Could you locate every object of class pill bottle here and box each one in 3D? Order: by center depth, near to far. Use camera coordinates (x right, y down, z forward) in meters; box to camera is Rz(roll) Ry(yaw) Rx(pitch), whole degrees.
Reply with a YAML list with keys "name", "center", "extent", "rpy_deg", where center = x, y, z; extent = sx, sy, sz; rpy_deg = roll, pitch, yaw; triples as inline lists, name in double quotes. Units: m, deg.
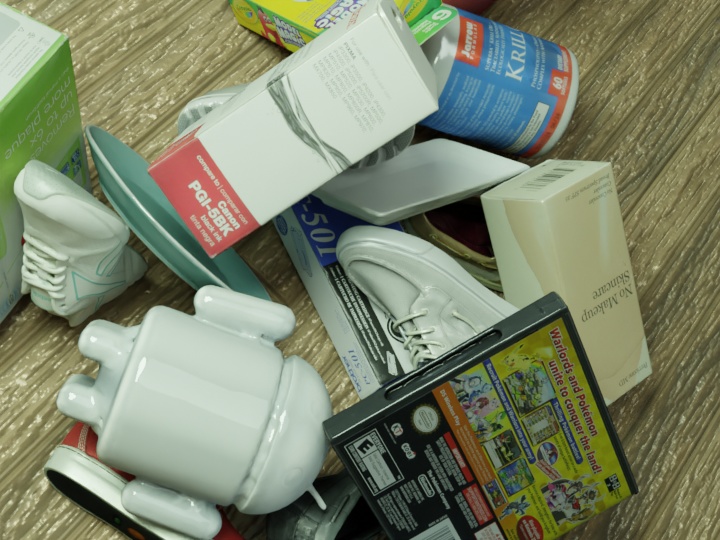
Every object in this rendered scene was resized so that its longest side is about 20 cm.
- name: "pill bottle"
  center: [0.093, -0.183, 1.040]
  extent: [0.198, 0.112, 0.113]
  rpy_deg: [14, 64, -18]

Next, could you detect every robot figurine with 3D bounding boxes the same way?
- name: "robot figurine"
  center: [-0.103, 0.096, 0.766]
  extent: [0.198, 0.113, 0.171]
  rpy_deg: [22, 92, -9]

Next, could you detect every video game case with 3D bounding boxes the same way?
- name: "video game case"
  center: [0.092, 0.133, 0.790]
  extent: [0.180, 0.026, 0.201]
  rpy_deg: [-29, 125, -1]

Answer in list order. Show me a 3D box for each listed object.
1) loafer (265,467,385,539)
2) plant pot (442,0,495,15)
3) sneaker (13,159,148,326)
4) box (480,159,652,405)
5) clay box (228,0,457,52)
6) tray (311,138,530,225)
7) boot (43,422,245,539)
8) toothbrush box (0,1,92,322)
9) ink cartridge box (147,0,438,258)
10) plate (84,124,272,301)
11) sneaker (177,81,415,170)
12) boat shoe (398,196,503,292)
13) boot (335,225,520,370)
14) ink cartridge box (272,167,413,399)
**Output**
- name: "loafer"
  center: [0.013, 0.176, 0.855]
  extent: [0.200, 0.070, 0.069]
  rpy_deg: [-15, 114, -50]
- name: "plant pot"
  center: [0.088, -0.335, 1.052]
  extent: [0.198, 0.178, 0.202]
  rpy_deg: [12, 55, -19]
- name: "sneaker"
  center: [-0.205, -0.010, 0.791]
  extent: [0.070, 0.201, 0.080]
  rpy_deg: [35, 75, 13]
- name: "box"
  center: [0.181, 0.014, 0.970]
  extent: [0.095, 0.077, 0.202]
  rpy_deg: [-29, 112, -31]
- name: "clay box"
  center: [-0.019, -0.235, 0.966]
  extent: [0.115, 0.048, 0.200]
  rpy_deg: [-40, 44, -16]
- name: "tray"
  center: [0.046, -0.075, 0.955]
  extent: [0.107, 0.022, 0.199]
  rpy_deg: [25, 31, 37]
- name: "boot"
  center: [-0.114, 0.149, 0.838]
  extent: [0.199, 0.072, 0.145]
  rpy_deg: [37, 58, -2]
- name: "toothbrush box"
  center: [-0.266, -0.067, 0.772]
  extent: [0.086, 0.201, 0.146]
  rpy_deg: [28, 59, 7]
- name: "ink cartridge box"
  center: [-0.043, -0.112, 0.829]
  extent: [0.083, 0.199, 0.147]
  rpy_deg: [55, 14, -13]
- name: "plate"
  center: [-0.141, -0.031, 0.847]
  extent: [0.026, 0.200, 0.200]
  rpy_deg: [-43, 90, 4]
- name: "sneaker"
  center: [-0.052, -0.137, 0.947]
  extent: [0.198, 0.075, 0.082]
  rpy_deg: [3, 31, -1]
- name: "boat shoe"
  center: [0.125, -0.026, 1.017]
  extent: [0.198, 0.066, 0.075]
  rpy_deg: [6, 67, -22]
- name: "boot"
  center: [0.059, 0.048, 0.899]
  extent: [0.199, 0.074, 0.096]
  rpy_deg: [30, 52, -14]
- name: "ink cartridge box"
  center: [0.000, 0.000, 0.963]
  extent: [0.093, 0.044, 0.201]
  rpy_deg: [-21, 78, -31]
